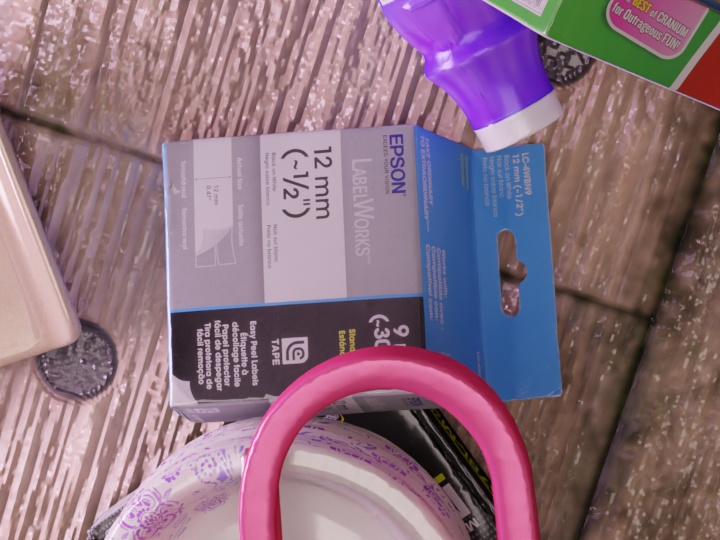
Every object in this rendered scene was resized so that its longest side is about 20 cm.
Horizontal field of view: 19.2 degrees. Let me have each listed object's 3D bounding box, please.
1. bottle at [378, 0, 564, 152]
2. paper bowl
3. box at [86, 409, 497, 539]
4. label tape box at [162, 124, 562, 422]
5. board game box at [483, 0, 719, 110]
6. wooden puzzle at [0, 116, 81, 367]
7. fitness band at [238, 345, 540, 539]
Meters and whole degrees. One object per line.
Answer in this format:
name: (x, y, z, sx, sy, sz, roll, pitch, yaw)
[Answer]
bottle: (0.040, -0.159, 1.092, 0.065, 0.084, 0.200, -23, 100, 31)
paper bowl: (-0.036, 0.174, 1.109, 0.200, 0.104, 0.201, 1, 99, 6)
box: (-0.017, 0.164, 1.181, 0.200, 0.048, 0.193, -34, 93, 10)
label tape box: (0.000, 0.000, 1.113, 0.200, 0.066, 0.143, -4, 77, 8)
board game box: (0.132, -0.121, 1.015, 0.200, 0.153, 0.040, 17, 104, -34)
wooden puzzle: (-0.270, -0.020, 1.176, 0.200, 0.037, 0.185, -17, 100, 13)
fitness band: (0.015, 0.135, 1.028, 0.143, 0.037, 0.200, -5, 101, 5)
